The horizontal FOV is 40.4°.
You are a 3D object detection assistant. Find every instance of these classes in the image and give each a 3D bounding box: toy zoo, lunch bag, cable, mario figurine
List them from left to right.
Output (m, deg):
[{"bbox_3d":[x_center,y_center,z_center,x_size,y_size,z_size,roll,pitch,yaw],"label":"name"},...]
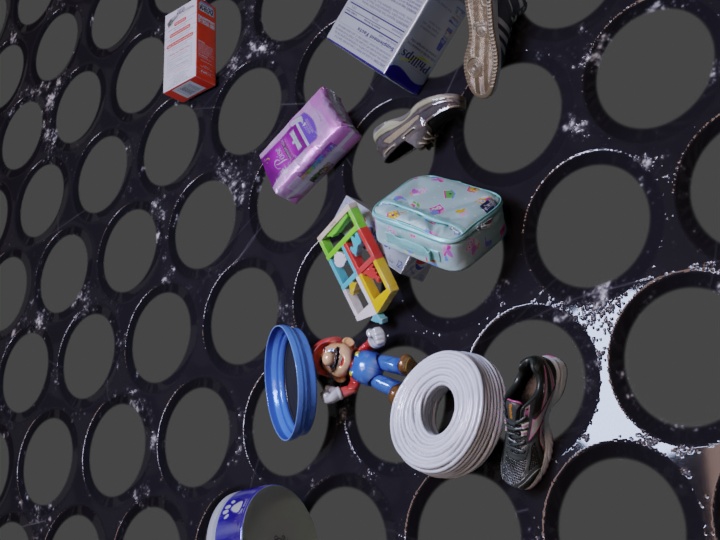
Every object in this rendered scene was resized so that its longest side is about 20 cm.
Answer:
[{"bbox_3d":[-0.010,0.163,1.645,0.199,0.107,0.124,11,49,34],"label":"mario figurine"},{"bbox_3d":[0.000,0.000,1.686,0.201,0.020,0.131,63,145,13],"label":"toy zoo"},{"bbox_3d":[0.126,-0.079,1.574,0.199,0.160,0.078,21,132,39],"label":"lunch bag"},{"bbox_3d":[0.133,0.219,1.516,0.199,0.069,0.202,14,82,53],"label":"cable"}]

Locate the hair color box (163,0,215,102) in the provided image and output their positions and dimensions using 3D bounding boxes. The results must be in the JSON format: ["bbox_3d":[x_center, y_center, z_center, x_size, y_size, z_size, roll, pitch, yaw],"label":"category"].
[{"bbox_3d":[-0.381,-0.493,2.189,0.110,0.064,0.202,-17,67,36],"label":"hair color box"}]

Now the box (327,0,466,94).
[{"bbox_3d":[0.070,-0.456,1.779,0.184,0.105,0.201,41,102,40],"label":"box"}]

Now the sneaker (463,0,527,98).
[{"bbox_3d":[0.231,-0.399,1.660,0.070,0.108,0.202,12,114,39],"label":"sneaker"}]

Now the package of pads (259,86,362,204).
[{"bbox_3d":[-0.098,-0.239,1.871,0.200,0.075,0.121,-43,50,21],"label":"package of pads"}]

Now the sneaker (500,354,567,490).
[{"bbox_3d":[0.236,0.216,1.437,0.080,0.086,0.202,5,80,42],"label":"sneaker"}]

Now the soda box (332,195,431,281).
[{"bbox_3d":[0.041,-0.057,1.701,0.200,0.068,0.064,36,102,41],"label":"soda box"}]

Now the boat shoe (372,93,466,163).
[{"bbox_3d":[0.109,-0.244,1.711,0.199,0.074,0.074,-24,71,42],"label":"boat shoe"}]

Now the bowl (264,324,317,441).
[{"bbox_3d":[-0.123,0.196,1.717,0.200,0.039,0.203,178,90,-68],"label":"bowl"}]

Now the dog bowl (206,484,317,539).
[{"bbox_3d":[-0.159,0.459,1.616,0.078,0.199,0.202,-21,64,30],"label":"dog bowl"}]
